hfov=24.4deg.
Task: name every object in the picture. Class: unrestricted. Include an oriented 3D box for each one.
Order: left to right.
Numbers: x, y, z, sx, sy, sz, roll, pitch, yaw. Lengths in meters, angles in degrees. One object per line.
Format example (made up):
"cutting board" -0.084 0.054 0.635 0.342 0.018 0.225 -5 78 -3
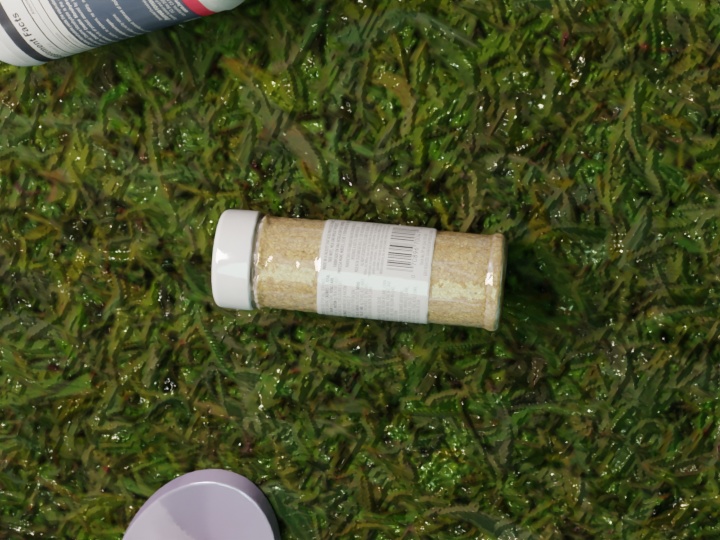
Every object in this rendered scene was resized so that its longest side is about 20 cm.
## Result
"supplement tub" -0.175 -0.207 1.025 0.198 0.141 0.141 -13 114 14
"toy table" -0.139 0.262 1.266 0.182 0.117 0.201 13 118 2
"sprinkles bottle" 0.000 0.000 1.142 0.198 0.068 0.069 5 117 6
